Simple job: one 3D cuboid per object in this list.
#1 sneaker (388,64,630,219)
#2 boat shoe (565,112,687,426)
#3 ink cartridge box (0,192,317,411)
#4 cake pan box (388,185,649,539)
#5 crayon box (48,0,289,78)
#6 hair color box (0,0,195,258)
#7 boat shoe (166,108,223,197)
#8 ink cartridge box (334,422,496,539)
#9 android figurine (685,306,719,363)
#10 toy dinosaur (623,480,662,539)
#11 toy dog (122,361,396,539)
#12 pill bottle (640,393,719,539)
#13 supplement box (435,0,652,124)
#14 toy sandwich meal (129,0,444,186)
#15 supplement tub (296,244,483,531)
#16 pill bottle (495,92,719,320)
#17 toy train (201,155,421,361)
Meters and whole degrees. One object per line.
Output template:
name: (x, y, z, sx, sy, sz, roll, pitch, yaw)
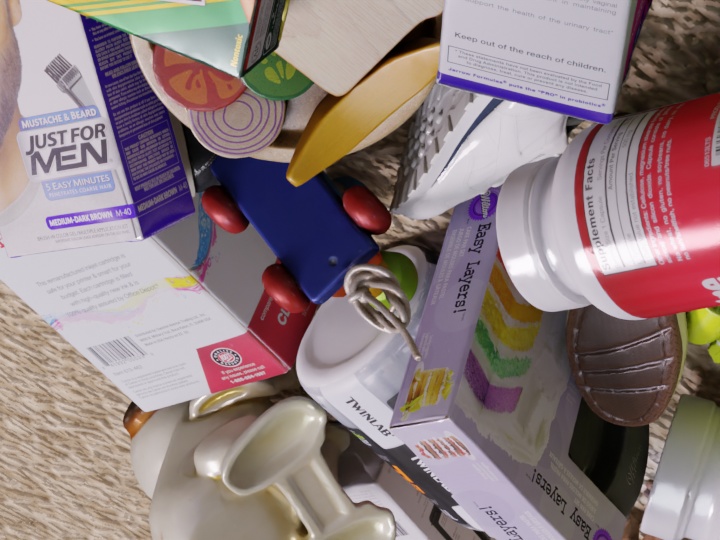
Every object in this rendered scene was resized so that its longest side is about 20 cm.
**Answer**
sneaker: (0.080, -0.080, 1.490, 0.080, 0.076, 0.200, 16, 149, -17)
boat shoe: (0.164, -0.002, 1.520, 0.075, 0.075, 0.202, 9, 128, 19)
ink cartridge box: (-0.146, -0.009, 1.679, 0.146, 0.083, 0.200, -16, 129, 41)
cake pan box: (0.108, 0.074, 1.560, 0.052, 0.184, 0.200, -10, 136, 37)
crayon box: (-0.110, -0.225, 1.335, 0.172, 0.058, 0.200, 22, 121, 14)
hair color box: (-0.180, -0.114, 1.511, 0.109, 0.065, 0.200, -7, 103, 34)
boat shoe: (-0.097, -0.132, 1.532, 0.068, 0.072, 0.200, -16, 135, -12)
ink cartridge box: (0.031, 0.196, 1.857, 0.116, 0.068, 0.200, -11, 132, 38)
android figurine: (0.279, 0.050, 1.525, 0.182, 0.041, 0.200, 23, 163, -2)
toy dinosaur: (0.204, 0.230, 1.754, 0.086, 0.136, 0.200, 28, 143, -7)
toy dog: (-0.090, 0.147, 1.750, 0.140, 0.194, 0.200, 48, 178, -26)
pill bottle: (0.288, 0.152, 1.630, 0.200, 0.116, 0.116, 16, 143, 8)
supplement box: (0.104, -0.186, 1.314, 0.103, 0.101, 0.200, 14, 143, 11)
toy sandwich meal: (-0.036, -0.139, 1.424, 0.205, 0.070, 0.205, 1, 120, 2)
supplement tub: (0.065, 0.087, 1.658, 0.122, 0.123, 0.200, -22, 125, 43)
pill bottle: (0.176, -0.035, 1.363, 0.200, 0.112, 0.112, -12, 132, 38)
toy train: (0.000, 0.000, 1.537, 0.200, 0.085, 0.116, 51, -169, 29)
